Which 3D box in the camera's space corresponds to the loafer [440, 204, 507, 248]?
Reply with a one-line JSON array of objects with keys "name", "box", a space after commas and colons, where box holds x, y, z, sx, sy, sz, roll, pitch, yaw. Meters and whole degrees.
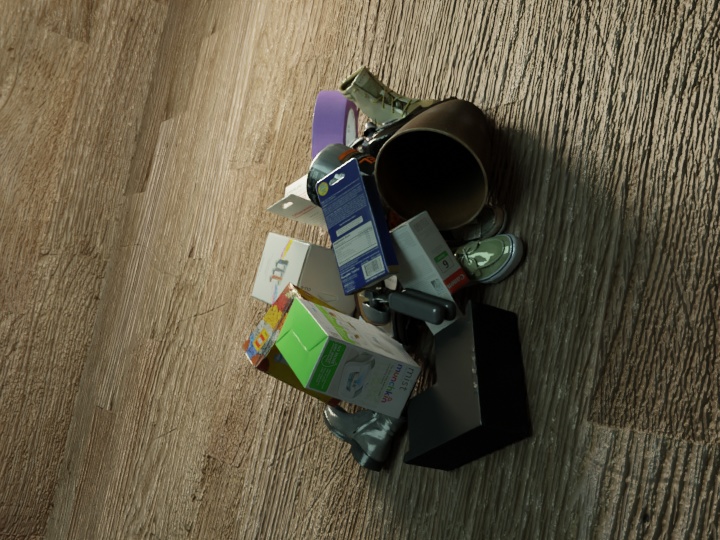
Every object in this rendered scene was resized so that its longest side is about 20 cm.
[{"name": "loafer", "box": [0.162, -0.070, 1.570, 0.200, 0.063, 0.072, -16, 64, 56]}]

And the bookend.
[{"name": "bookend", "box": [0.154, 0.184, 1.440, 0.200, 0.092, 0.200, -40, 43, 47]}]

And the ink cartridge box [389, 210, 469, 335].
[{"name": "ink cartridge box", "box": [0.117, 0.012, 1.513, 0.201, 0.050, 0.109, 57, 148, -4]}]

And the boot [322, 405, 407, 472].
[{"name": "boot", "box": [0.015, 0.260, 1.678, 0.200, 0.070, 0.132, 37, 102, 51]}]

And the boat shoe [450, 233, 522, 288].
[{"name": "boat shoe", "box": [0.181, -0.012, 1.512, 0.200, 0.062, 0.072, -27, 54, 52]}]

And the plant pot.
[{"name": "plant pot", "box": [0.144, -0.199, 1.543, 0.187, 0.187, 0.200, -44, 10, 41]}]

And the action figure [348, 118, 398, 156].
[{"name": "action figure", "box": [0.050, -0.198, 1.749, 0.130, 0.069, 0.201, -31, 74, 31]}]

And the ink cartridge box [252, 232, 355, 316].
[{"name": "ink cartridge box", "box": [-0.105, 0.018, 1.893, 0.200, 0.145, 0.146, 19, 93, 59]}]

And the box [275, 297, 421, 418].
[{"name": "box", "box": [-0.023, 0.138, 1.521, 0.097, 0.176, 0.200, -65, 24, 7]}]

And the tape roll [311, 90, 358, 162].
[{"name": "tape roll", "box": [-0.050, -0.265, 1.900, 0.200, 0.065, 0.202, 2, -90, -82]}]

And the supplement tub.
[{"name": "supplement tub", "box": [0.012, -0.139, 1.657, 0.199, 0.122, 0.123, 27, 102, 26]}]

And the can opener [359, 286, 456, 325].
[{"name": "can opener", "box": [0.074, 0.065, 1.512, 0.199, 0.053, 0.067, 17, 115, 49]}]

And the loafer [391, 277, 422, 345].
[{"name": "loafer", "box": [0.094, 0.037, 1.609, 0.063, 0.072, 0.202, 8, 104, 26]}]

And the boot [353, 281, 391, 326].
[{"name": "boot", "box": [0.000, 0.000, 1.665, 0.166, 0.072, 0.201, -152, 48, -73]}]

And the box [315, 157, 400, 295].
[{"name": "box", "box": [-0.007, -0.072, 1.530, 0.121, 0.032, 0.201, -27, 75, 47]}]

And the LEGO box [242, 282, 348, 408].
[{"name": "LEGO box", "box": [-0.085, 0.137, 1.673, 0.149, 0.200, 0.077, -53, 34, 7]}]

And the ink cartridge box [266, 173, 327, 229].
[{"name": "ink cartridge box", "box": [-0.076, -0.138, 1.861, 0.117, 0.199, 0.068, -22, 58, 53]}]

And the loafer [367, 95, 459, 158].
[{"name": "loafer", "box": [0.106, -0.255, 1.682, 0.199, 0.073, 0.072, -20, 40, 7]}]

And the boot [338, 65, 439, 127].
[{"name": "boot", "box": [0.055, -0.324, 1.768, 0.072, 0.155, 0.200, -57, 24, -18]}]

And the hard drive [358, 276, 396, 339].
[{"name": "hard drive", "box": [0.052, 0.057, 1.733, 0.132, 0.025, 0.201, 25, 99, 60]}]
